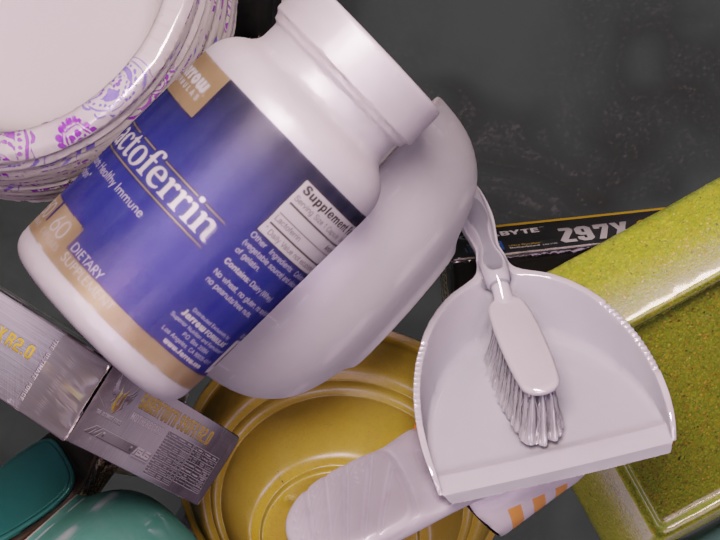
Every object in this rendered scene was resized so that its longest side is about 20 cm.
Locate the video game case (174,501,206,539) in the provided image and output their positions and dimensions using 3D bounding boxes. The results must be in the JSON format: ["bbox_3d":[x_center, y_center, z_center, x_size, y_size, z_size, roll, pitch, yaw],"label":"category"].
[{"bbox_3d":[-0.067,0.247,1.493,0.182,0.022,0.200,26,107,-16],"label":"video game case"}]

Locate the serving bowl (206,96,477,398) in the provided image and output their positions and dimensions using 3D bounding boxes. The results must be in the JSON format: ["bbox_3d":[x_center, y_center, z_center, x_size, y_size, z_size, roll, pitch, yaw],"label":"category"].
[{"bbox_3d":[0.000,0.000,1.302,0.066,0.200,0.200,42,102,-3],"label":"serving bowl"}]

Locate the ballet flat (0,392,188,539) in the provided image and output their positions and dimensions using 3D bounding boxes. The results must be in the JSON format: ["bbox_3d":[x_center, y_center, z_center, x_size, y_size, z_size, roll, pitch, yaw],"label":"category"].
[{"bbox_3d":[-0.157,0.112,1.410,0.075,0.068,0.200,32,103,-39],"label":"ballet flat"}]

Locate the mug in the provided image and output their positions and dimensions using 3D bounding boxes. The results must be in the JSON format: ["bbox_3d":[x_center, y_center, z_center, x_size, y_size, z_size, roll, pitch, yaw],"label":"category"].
[{"bbox_3d":[-0.155,0.198,1.348,0.152,0.185,0.114,-42,91,-9],"label":"mug"}]

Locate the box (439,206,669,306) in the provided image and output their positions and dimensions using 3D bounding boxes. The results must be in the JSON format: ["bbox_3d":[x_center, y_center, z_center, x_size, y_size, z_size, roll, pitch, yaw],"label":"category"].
[{"bbox_3d":[0.151,0.047,1.428,0.200,0.049,0.160,-7,115,-5],"label":"box"}]

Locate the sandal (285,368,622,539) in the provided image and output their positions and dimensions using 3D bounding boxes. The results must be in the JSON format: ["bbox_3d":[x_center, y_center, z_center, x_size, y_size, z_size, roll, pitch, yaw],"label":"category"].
[{"bbox_3d":[0.052,0.119,1.318,0.206,0.079,0.059,-24,133,-17],"label":"sandal"}]

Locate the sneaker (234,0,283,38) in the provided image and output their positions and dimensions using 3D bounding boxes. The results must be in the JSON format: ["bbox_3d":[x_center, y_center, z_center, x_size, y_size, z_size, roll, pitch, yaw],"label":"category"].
[{"bbox_3d":[-0.094,-0.083,1.310,0.073,0.112,0.200,24,107,-17],"label":"sneaker"}]

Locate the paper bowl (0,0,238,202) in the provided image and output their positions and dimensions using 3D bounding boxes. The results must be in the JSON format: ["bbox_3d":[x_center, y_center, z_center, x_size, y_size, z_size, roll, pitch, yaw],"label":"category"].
[{"bbox_3d":[-0.161,-0.132,1.254,0.200,0.201,0.104,-31,152,5],"label":"paper bowl"}]

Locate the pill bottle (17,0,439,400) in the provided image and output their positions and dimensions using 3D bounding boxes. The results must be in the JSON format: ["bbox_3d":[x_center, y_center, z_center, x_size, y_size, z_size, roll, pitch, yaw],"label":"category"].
[{"bbox_3d":[-0.063,-0.042,1.168,0.200,0.116,0.116,-45,110,1],"label":"pill bottle"}]

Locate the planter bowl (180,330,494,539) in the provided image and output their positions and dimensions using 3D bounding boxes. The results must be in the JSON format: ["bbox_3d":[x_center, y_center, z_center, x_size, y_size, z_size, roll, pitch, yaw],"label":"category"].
[{"bbox_3d":[-0.011,0.139,1.386,0.200,0.083,0.201,0,114,1],"label":"planter bowl"}]

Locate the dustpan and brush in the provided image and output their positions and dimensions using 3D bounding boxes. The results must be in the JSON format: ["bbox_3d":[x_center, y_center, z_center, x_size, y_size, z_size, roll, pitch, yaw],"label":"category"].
[{"bbox_3d":[0.083,0.028,1.324,0.139,0.200,0.057,-13,132,-7],"label":"dustpan and brush"}]

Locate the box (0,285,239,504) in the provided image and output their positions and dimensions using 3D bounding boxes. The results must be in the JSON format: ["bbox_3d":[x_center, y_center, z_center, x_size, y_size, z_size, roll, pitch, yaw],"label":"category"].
[{"bbox_3d":[-0.168,0.052,1.268,0.158,0.200,0.048,30,85,22],"label":"box"}]

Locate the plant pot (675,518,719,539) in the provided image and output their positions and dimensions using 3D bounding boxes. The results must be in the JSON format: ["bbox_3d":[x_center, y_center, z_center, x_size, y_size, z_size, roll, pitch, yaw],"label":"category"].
[{"bbox_3d":[0.283,0.214,1.443,0.188,0.200,0.200,-12,113,12],"label":"plant pot"}]

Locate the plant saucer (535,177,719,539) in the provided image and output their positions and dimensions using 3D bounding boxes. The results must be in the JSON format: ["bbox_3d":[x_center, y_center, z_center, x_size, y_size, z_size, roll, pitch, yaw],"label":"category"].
[{"bbox_3d":[0.201,0.064,1.391,0.200,0.048,0.200,-29,113,5],"label":"plant saucer"}]
